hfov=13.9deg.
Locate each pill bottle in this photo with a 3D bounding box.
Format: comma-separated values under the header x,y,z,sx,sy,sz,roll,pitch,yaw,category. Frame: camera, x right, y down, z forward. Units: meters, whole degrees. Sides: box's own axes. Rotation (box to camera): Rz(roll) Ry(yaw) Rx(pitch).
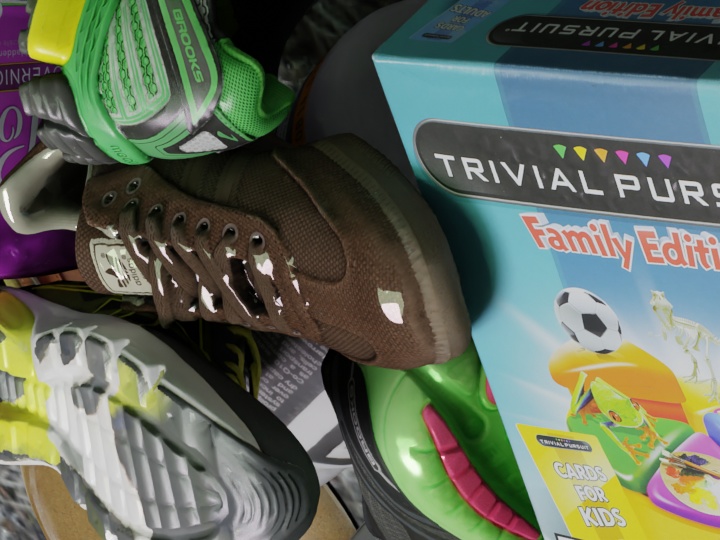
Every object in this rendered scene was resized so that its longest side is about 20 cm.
x,y,z,sx,sy,sz,roll,pitch,yaw,category
0.000,0.000,1.011,0.116,0.116,0.200,45,144,0,pill bottle

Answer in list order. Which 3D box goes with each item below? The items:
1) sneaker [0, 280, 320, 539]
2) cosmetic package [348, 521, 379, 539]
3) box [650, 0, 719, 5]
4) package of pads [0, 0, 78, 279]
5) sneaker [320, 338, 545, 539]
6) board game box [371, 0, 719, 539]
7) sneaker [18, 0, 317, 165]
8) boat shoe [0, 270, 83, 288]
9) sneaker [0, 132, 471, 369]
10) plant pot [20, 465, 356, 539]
x,y,z,sx,sy,sz,roll,pitch,yaw,category
-0.061,0.035,0.931,0.200,0.085,0.075,25,125,53,sneaker
0.012,0.228,1.152,0.123,0.200,0.200,26,141,25,cosmetic package
0.150,-0.023,0.848,0.200,0.104,0.148,46,145,1,box
-0.141,-0.095,0.955,0.076,0.120,0.200,9,102,46,package of pads
0.052,0.083,0.948,0.084,0.077,0.200,29,155,51,sneaker
0.101,0.019,0.808,0.151,0.047,0.200,7,130,41,board game box
-0.031,-0.122,0.879,0.085,0.200,0.078,5,163,26,sneaker
-0.173,-0.042,1.185,0.200,0.068,0.072,39,146,10,boat shoe
-0.041,-0.004,0.876,0.200,0.075,0.071,29,142,58,sneaker
-0.078,0.117,1.283,0.200,0.027,0.200,26,140,24,plant pot
